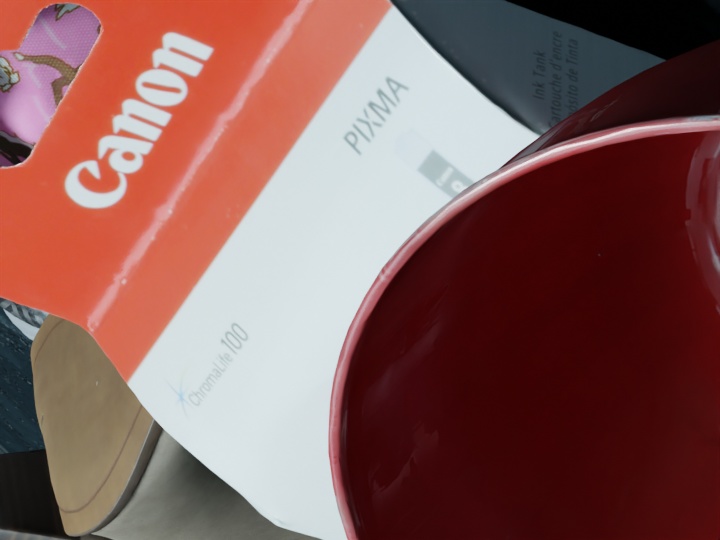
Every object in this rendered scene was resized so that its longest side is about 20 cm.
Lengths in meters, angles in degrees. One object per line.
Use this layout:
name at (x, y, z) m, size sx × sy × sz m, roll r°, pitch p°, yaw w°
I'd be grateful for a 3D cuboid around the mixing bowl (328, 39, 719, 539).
mixing bowl at (0.105, 0.024, 0.589) m, size 0.199 × 0.109 × 0.201 m, roll 14°, pitch 131°, yaw 17°

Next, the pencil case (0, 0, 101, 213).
pencil case at (-0.099, -0.086, 0.707) m, size 0.200 × 0.083 × 0.087 m, roll 52°, pitch -175°, yaw -44°

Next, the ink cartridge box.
ink cartridge box at (-0.008, -0.002, 0.697) m, size 0.199 × 0.057 × 0.163 m, roll 16°, pitch 139°, yaw -20°

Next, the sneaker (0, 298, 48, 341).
sneaker at (-0.114, -0.035, 0.851) m, size 0.199 × 0.075 × 0.115 m, roll 20°, pitch 153°, yaw -19°

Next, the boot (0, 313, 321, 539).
boot at (-0.031, 0.056, 0.880) m, size 0.146 × 0.071 × 0.200 m, roll 5°, pitch 155°, yaw -26°
